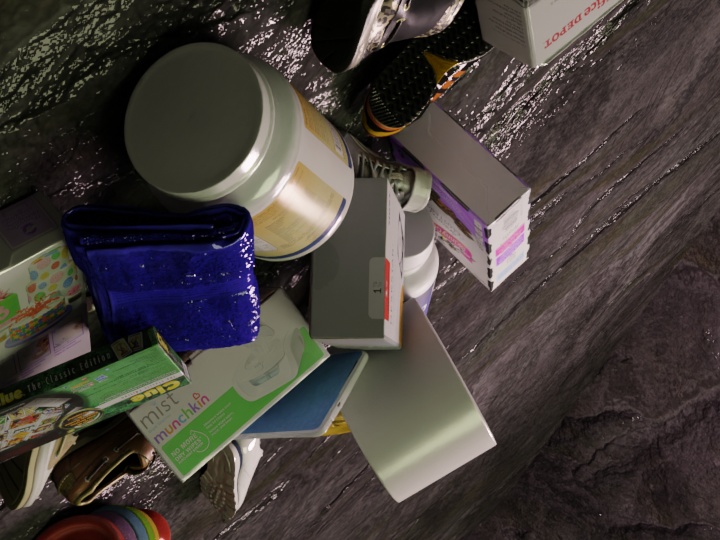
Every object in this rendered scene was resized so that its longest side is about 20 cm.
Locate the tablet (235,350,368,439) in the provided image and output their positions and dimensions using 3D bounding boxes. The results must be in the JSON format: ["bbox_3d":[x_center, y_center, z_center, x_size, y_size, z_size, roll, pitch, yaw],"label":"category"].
[{"bbox_3d":[-0.093,0.143,1.226,0.014,0.198,0.131,60,41,-26],"label":"tablet"}]

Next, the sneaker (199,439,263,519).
[{"bbox_3d":[-0.177,0.283,1.559,0.080,0.076,0.201,-40,161,-38],"label":"sneaker"}]

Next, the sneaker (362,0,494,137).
[{"bbox_3d":[0.071,-0.217,1.151,0.200,0.070,0.090,-46,-175,-17],"label":"sneaker"}]

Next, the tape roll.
[{"bbox_3d":[0.055,0.152,1.297,0.138,0.204,0.203,-29,158,1],"label":"tape roll"}]

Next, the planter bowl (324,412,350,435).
[{"bbox_3d":[-0.037,0.173,1.462,0.197,0.085,0.201,-8,164,-2],"label":"planter bowl"}]

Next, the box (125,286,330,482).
[{"bbox_3d":[-0.154,0.111,1.165,0.199,0.097,0.176,-40,-169,-15],"label":"box"}]

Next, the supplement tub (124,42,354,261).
[{"bbox_3d":[-0.099,-0.097,0.926,0.145,0.144,0.200,-46,158,4],"label":"supplement tub"}]

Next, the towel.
[{"bbox_3d":[-0.158,0.015,0.903,0.145,0.050,0.201,0,152,-2],"label":"towel"}]

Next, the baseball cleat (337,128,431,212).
[{"bbox_3d":[0.020,-0.107,1.178,0.200,0.105,0.071,11,86,-72],"label":"baseball cleat"}]

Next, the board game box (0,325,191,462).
[{"bbox_3d":[-0.252,0.111,0.940,0.198,0.024,0.105,-22,153,-3],"label":"board game box"}]

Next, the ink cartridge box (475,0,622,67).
[{"bbox_3d":[0.178,-0.323,1.046,0.145,0.084,0.201,-39,141,-17],"label":"ink cartridge box"}]

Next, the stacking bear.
[{"bbox_3d":[-0.309,0.355,1.403,0.113,0.122,0.200,-40,168,7],"label":"stacking bear"}]

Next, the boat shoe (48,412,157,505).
[{"bbox_3d":[-0.264,0.204,1.258,0.199,0.068,0.072,-31,153,-34],"label":"boat shoe"}]

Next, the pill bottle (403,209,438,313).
[{"bbox_3d":[0.036,0.004,1.381,0.119,0.120,0.201,-34,155,-25],"label":"pill bottle"}]

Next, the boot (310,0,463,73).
[{"bbox_3d":[0.047,-0.277,0.975,0.153,0.074,0.204,-27,156,-44],"label":"boot"}]

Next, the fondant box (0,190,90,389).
[{"bbox_3d":[-0.306,0.044,0.917,0.144,0.058,0.201,-32,156,-29],"label":"fondant box"}]

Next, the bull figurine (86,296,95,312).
[{"bbox_3d":[-0.188,0.026,1.059,0.200,0.066,0.121,-42,158,29],"label":"bull figurine"}]

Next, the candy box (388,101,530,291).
[{"bbox_3d":[0.123,-0.086,1.313,0.071,0.168,0.200,-41,158,-9],"label":"candy box"}]

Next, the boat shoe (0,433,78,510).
[{"bbox_3d":[-0.315,0.163,1.085,0.068,0.075,0.201,-15,143,-42],"label":"boat shoe"}]

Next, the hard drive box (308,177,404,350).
[{"bbox_3d":[0.000,0.000,1.134,0.200,0.076,0.158,39,52,-80],"label":"hard drive box"}]
